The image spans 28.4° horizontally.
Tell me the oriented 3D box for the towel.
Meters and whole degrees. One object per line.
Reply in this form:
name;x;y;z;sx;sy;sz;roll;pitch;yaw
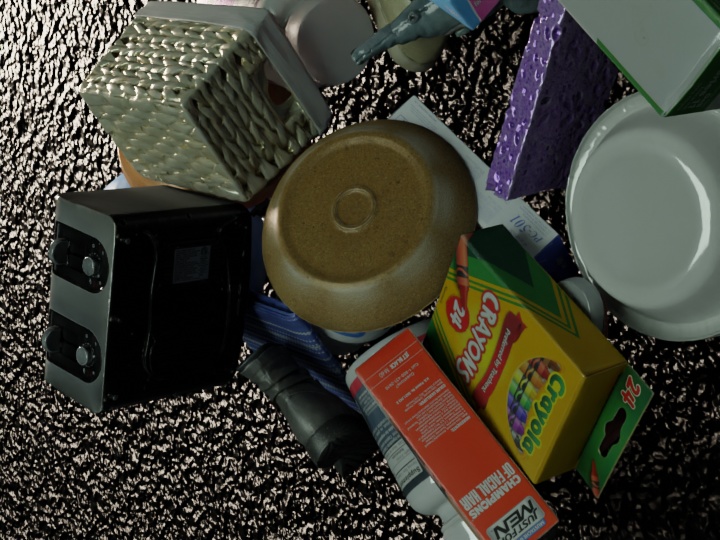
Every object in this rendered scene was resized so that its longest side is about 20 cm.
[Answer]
towel;-0.067;0.078;1.424;0.144;0.200;0.024;18;65;40

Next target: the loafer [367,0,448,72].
loafer;0.032;-0.285;1.320;0.068;0.075;0.201;-32;84;42

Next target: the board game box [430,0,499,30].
board game box;0.108;-0.310;1.167;0.200;0.040;0.153;-48;45;2

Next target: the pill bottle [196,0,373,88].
pill bottle;-0.072;-0.235;1.374;0.200;0.112;0.113;28;117;54

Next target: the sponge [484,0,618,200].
sponge;0.171;-0.158;1.170;0.030;0.111;0.201;32;119;35

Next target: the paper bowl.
paper bowl;0.248;-0.044;1.119;0.200;0.104;0.203;8;101;43

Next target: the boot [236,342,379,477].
boot;-0.043;0.128;1.385;0.070;0.200;0.132;-43;72;-2

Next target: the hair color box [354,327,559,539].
hair color box;0.082;0.153;1.190;0.064;0.111;0.200;-38;73;-4

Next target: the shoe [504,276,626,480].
shoe;0.185;0.085;1.194;0.071;0.090;0.201;44;135;40

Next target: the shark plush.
shark plush;0.073;-0.250;1.233;0.199;0.083;0.092;-20;76;18

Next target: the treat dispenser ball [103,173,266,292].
treat dispenser ball;-0.196;-0.017;1.501;0.200;0.200;0.203;10;104;44

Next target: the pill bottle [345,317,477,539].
pill bottle;0.081;0.156;1.310;0.120;0.119;0.201;-44;67;40

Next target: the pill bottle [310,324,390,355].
pill bottle;0.000;0.000;1.349;0.113;0.112;0.200;60;149;19

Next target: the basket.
basket;-0.148;-0.157;1.315;0.199;0.124;0.136;14;146;47

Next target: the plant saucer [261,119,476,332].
plant saucer;0.000;-0.047;1.222;0.199;0.035;0.202;-8;66;18

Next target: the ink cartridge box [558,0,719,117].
ink cartridge box;0.252;-0.194;1.021;0.147;0.199;0.083;54;133;25

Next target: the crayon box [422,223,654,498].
crayon box;0.136;0.075;1.135;0.200;0.051;0.128;50;139;35

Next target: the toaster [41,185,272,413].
toaster;-0.191;0.017;1.307;0.118;0.199;0.182;19;109;39

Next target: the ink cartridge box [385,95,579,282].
ink cartridge box;0.105;-0.063;1.261;0.044;0.094;0.200;-42;60;-1

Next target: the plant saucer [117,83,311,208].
plant saucer;-0.149;-0.140;1.444;0.200;0.200;0.032;43;157;31
